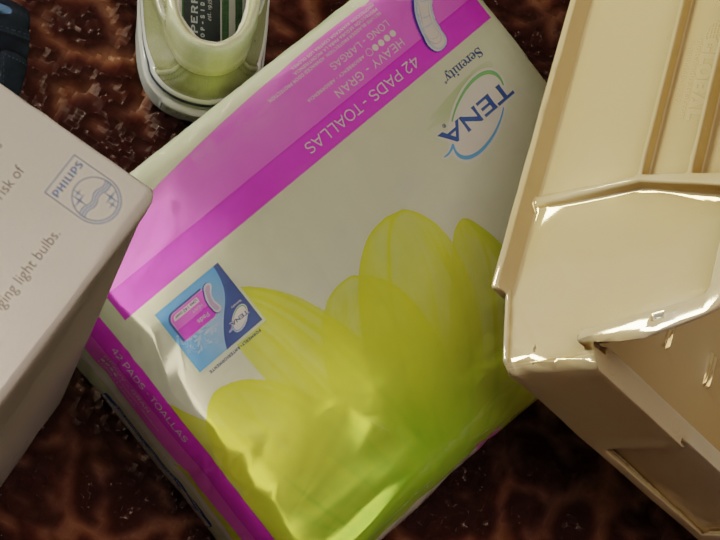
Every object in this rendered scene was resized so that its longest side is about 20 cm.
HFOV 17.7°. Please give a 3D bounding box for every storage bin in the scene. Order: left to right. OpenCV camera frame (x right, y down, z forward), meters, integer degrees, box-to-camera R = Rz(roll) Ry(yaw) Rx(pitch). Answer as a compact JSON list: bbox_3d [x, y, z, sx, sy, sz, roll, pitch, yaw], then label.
[{"bbox_3d":[0.151,-0.013,0.804,0.200,0.093,0.200,40,57,-42],"label":"storage bin"}]

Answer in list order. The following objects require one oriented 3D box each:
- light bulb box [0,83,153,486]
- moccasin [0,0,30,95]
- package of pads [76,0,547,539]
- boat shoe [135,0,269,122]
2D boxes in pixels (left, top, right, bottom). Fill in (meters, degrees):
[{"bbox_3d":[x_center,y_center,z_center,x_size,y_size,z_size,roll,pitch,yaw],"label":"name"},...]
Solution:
[{"bbox_3d":[-0.191,-0.001,0.701,0.199,0.198,0.125,35,63,0],"label":"light bulb box"},{"bbox_3d":[-0.210,-0.104,0.801,0.199,0.080,0.069,26,80,-23],"label":"moccasin"},{"bbox_3d":[0.000,0.000,0.814,0.200,0.068,0.155,-41,95,-25],"label":"package of pads"},{"bbox_3d":[-0.055,-0.156,0.870,0.071,0.062,0.201,0,71,-16],"label":"boat shoe"}]
